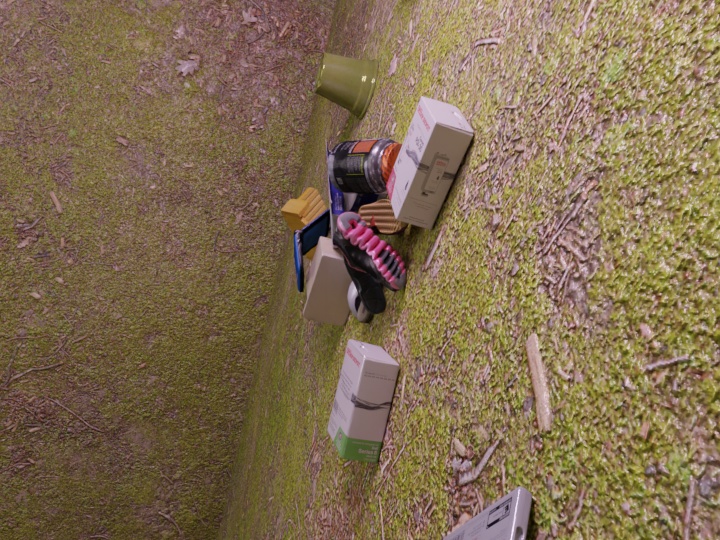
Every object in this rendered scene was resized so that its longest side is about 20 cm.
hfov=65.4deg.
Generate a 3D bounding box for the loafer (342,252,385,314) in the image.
[{"bbox_3d":[0.000,0.000,1.272,0.063,0.070,0.206,-173,65,-76],"label":"loafer"}]

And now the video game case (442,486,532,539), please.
[{"bbox_3d":[0.123,0.367,0.639,0.184,0.022,0.202,-60,-1,-45],"label":"video game case"}]

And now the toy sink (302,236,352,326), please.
[{"bbox_3d":[-0.078,0.029,1.552,0.113,0.126,0.205,-105,31,-59],"label":"toy sink"}]

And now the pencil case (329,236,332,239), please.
[{"bbox_3d":[-0.090,-0.031,1.720,0.092,0.082,0.200,-60,6,-32],"label":"pencil case"}]

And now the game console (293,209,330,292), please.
[{"bbox_3d":[-0.133,-0.053,1.609,0.201,0.114,0.177,106,156,-70],"label":"game console"}]

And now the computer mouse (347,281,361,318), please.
[{"bbox_3d":[0.001,0.021,1.428,0.110,0.042,0.207,-136,59,-73],"label":"computer mouse"}]

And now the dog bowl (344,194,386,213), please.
[{"bbox_3d":[0.017,-0.241,1.515,0.200,0.076,0.207,-167,89,-74],"label":"dog bowl"}]

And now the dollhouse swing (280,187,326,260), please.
[{"bbox_3d":[-0.143,-0.166,1.902,0.175,0.204,0.180,-41,30,-23],"label":"dollhouse swing"}]

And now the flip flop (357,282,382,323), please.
[{"bbox_3d":[0.017,0.026,1.340,0.081,0.056,0.206,-124,48,-69],"label":"flip flop"}]

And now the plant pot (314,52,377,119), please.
[{"bbox_3d":[-0.057,-0.642,1.903,0.200,0.178,0.207,-166,90,-74],"label":"plant pot"}]

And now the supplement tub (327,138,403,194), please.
[{"bbox_3d":[0.024,-0.242,1.307,0.197,0.120,0.127,11,87,46],"label":"supplement tub"}]

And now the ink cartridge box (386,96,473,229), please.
[{"bbox_3d":[0.128,-0.210,1.085,0.148,0.080,0.204,-100,27,-55],"label":"ink cartridge box"}]

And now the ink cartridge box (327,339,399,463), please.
[{"bbox_3d":[0.003,0.264,1.155,0.145,0.081,0.207,-153,76,-74],"label":"ink cartridge box"}]

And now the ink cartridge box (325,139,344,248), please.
[{"bbox_3d":[-0.063,-0.196,1.455,0.202,0.039,0.206,91,175,-61],"label":"ink cartridge box"}]

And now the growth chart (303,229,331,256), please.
[{"bbox_3d":[-0.105,-0.132,1.751,0.199,0.018,0.146,-41,-13,-24],"label":"growth chart"}]

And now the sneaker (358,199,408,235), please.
[{"bbox_3d":[0.069,-0.114,1.223,0.199,0.087,0.078,14,101,63],"label":"sneaker"}]

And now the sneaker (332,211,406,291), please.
[{"bbox_3d":[0.014,-0.027,1.192,0.079,0.200,0.096,-35,-11,-45],"label":"sneaker"}]
